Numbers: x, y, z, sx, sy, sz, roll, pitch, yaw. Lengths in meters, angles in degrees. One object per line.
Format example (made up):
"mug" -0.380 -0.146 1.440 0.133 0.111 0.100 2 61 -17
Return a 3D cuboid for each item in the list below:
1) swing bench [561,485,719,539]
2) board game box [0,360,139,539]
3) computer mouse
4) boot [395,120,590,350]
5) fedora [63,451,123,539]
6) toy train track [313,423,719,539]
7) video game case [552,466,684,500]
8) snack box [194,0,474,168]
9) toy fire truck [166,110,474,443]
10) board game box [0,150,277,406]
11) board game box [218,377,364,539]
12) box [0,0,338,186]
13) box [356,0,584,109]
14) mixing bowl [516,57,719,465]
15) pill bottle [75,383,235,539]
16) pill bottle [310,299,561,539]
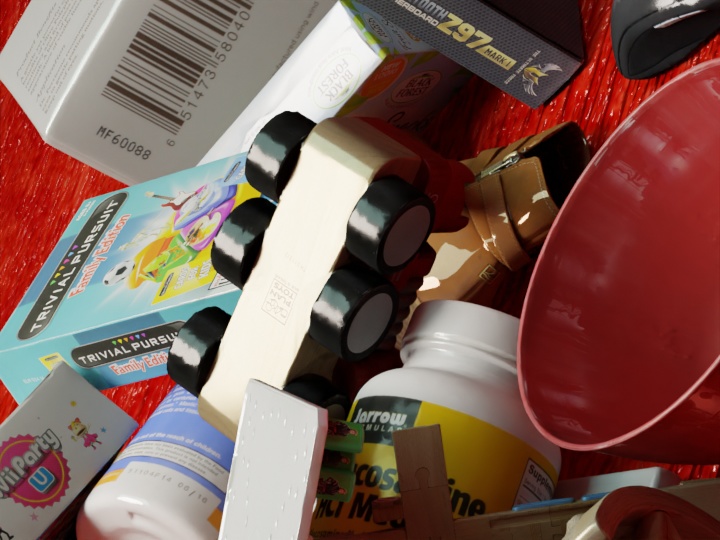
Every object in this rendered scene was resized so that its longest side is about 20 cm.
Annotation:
"swing bench" 0.080 0.217 1.245 0.199 0.129 0.201 -44 34 23
"board game box" -0.223 0.161 1.654 0.148 0.064 0.200 -48 -4 -40
"computer mouse" 0.198 -0.196 1.571 0.200 0.046 0.141 -29 42 50
"boot" 0.062 -0.048 1.655 0.155 0.077 0.201 -38 23 28
"fedora" -0.143 0.211 1.752 0.200 0.081 0.202 -35 44 43
"toy train track" 0.076 0.123 1.352 0.033 0.198 0.116 -102 4 -86
"video game case" 0.075 0.199 1.432 0.182 0.023 0.201 -16 51 57
"snack box" -0.021 -0.086 1.774 0.053 0.142 0.200 51 119 15
"toy fire truck" 0.000 0.000 1.528 0.128 0.199 0.177 32 110 29
"board game box" -0.105 -0.002 1.666 0.199 0.047 0.151 -15 31 33
"board game box" -0.043 0.158 1.337 0.200 0.026 0.202 -171 91 -78
"box" -0.105 -0.154 1.926 0.200 0.199 0.171 -59 27 8
"box" 0.056 -0.208 1.724 0.051 0.157 0.201 -43 30 33
"mixing bowl" 0.175 0.014 1.331 0.200 0.108 0.201 -43 31 33
"pill bottle" -0.068 0.106 1.650 0.112 0.112 0.200 -29 18 49
"pill bottle" 0.034 0.122 1.431 0.112 0.112 0.201 -14 52 58
